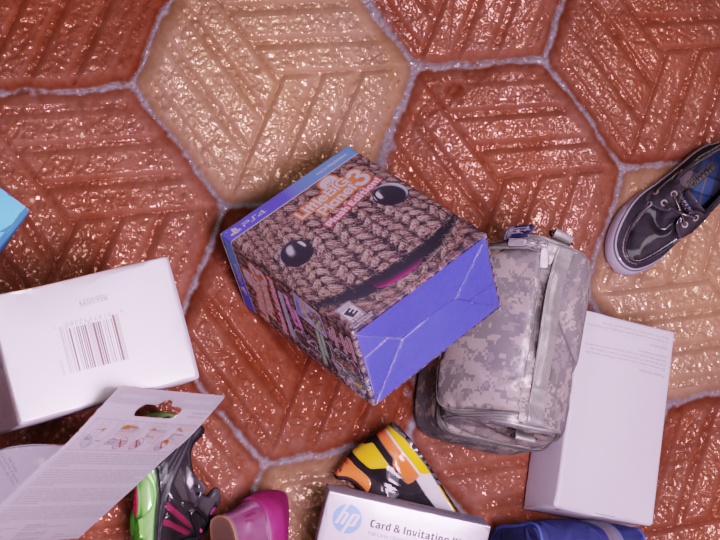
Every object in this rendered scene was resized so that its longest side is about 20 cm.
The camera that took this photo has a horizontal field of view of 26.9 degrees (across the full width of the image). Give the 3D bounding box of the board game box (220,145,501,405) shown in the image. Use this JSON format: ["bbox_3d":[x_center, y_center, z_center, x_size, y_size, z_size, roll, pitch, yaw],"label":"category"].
[{"bbox_3d":[0.000,0.000,1.375,0.159,0.200,0.097,-37,136,-21],"label":"board game box"}]

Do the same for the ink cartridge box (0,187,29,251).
[{"bbox_3d":[-0.405,-0.006,1.268,0.146,0.147,0.200,38,70,-10],"label":"ink cartridge box"}]

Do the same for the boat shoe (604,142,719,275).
[{"bbox_3d":[0.340,-0.070,1.583,0.200,0.066,0.070,-38,94,-21],"label":"boat shoe"}]

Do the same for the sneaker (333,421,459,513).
[{"bbox_3d":[0.052,0.248,1.436,0.090,0.070,0.200,-32,94,-3],"label":"sneaker"}]

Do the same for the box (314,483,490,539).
[{"bbox_3d":[0.022,0.311,1.382,0.156,0.041,0.200,14,90,-5],"label":"box"}]

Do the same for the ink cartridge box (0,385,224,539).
[{"bbox_3d":[-0.230,0.151,1.253,0.200,0.160,0.047,-44,67,15],"label":"ink cartridge box"}]

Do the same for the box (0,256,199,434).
[{"bbox_3d":[-0.241,0.067,1.284,0.152,0.200,0.107,-14,87,-21],"label":"box"}]

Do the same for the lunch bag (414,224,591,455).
[{"bbox_3d":[0.146,0.070,1.437,0.139,0.168,0.200,15,76,-17],"label":"lunch bag"}]

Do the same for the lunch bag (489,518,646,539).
[{"bbox_3d":[0.205,0.337,1.429,0.132,0.136,0.200,4,80,-18],"label":"lunch bag"}]

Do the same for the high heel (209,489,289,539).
[{"bbox_3d":[-0.083,0.305,1.382,0.096,0.067,0.200,-15,103,-53],"label":"high heel"}]

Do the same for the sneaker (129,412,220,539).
[{"bbox_3d":[-0.165,0.227,1.351,0.084,0.077,0.200,0,83,-19],"label":"sneaker"}]

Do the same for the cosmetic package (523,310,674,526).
[{"bbox_3d":[0.238,0.150,1.504,0.113,0.081,0.200,15,77,-16],"label":"cosmetic package"}]
